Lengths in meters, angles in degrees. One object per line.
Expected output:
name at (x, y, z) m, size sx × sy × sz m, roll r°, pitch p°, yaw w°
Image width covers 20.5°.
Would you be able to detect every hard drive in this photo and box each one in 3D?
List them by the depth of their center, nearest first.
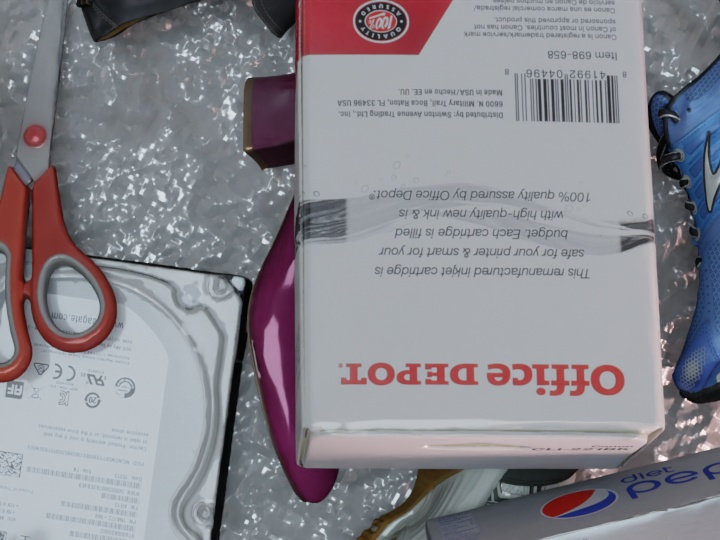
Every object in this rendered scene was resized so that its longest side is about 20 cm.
hard drive at (-0.130, 0.094, 0.913) m, size 0.138 × 0.038 × 0.202 m, roll 8°, pitch 88°, yaw 4°

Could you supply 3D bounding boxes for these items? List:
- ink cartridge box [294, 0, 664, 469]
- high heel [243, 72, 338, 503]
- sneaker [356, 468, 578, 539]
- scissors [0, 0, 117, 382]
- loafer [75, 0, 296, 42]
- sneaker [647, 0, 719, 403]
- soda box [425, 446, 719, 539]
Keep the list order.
ink cartridge box at (0.044, -0.021, 0.825) m, size 0.143 × 0.084 × 0.202 m, roll 1°, pitch 73°, yaw -3°
high heel at (0.000, 0.000, 0.892) m, size 0.095 × 0.067 × 0.202 m, roll -7°, pitch 84°, yaw 13°
sneaker at (0.064, 0.114, 0.894) m, size 0.087 × 0.076 × 0.201 m, roll 38°, pitch 92°, yaw -12°
scissors at (-0.156, -0.049, 0.908) m, size 0.072 × 0.014 × 0.202 m, roll -10°, pitch 73°, yaw 1°
loafer at (-0.036, -0.143, 0.908) m, size 0.198 × 0.073 × 0.073 m, roll 0°, pitch 96°, yaw 12°
sneaker at (0.167, -0.039, 0.893) m, size 0.088 × 0.079 × 0.202 m, roll 13°, pitch 82°, yaw 14°
soda box at (0.130, 0.120, 0.826) m, size 0.198 × 0.063 × 0.069 m, roll -14°, pitch 101°, yaw -2°
